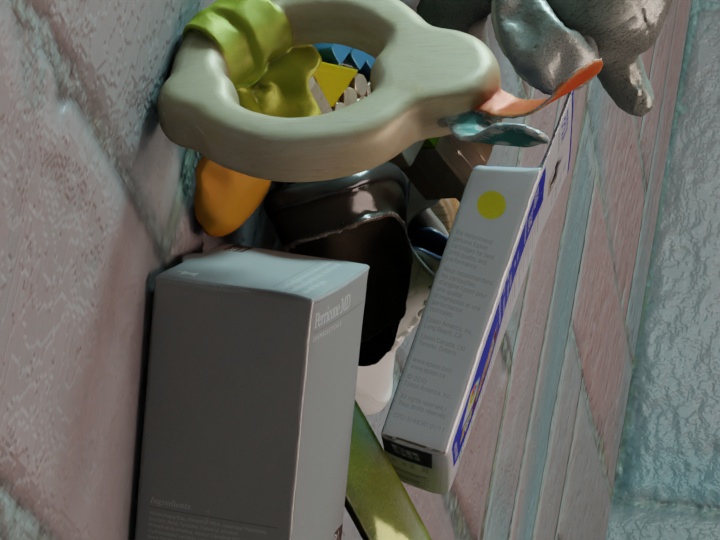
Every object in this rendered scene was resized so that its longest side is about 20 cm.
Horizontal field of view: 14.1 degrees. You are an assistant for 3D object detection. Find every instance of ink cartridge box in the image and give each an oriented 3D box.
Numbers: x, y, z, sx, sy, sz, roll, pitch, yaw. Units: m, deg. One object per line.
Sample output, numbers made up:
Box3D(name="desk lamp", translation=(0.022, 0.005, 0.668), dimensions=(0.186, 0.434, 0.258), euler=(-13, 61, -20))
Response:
Box3D(name="ink cartridge box", translation=(0.062, 0.012, 1.552), dimensions=(0.198, 0.047, 0.200), euler=(75, 33, -79))

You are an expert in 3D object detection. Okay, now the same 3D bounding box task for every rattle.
Box3D(name="rattle", translation=(0.012, -0.050, 1.354), dimensions=(0.130, 0.200, 0.143), euler=(-62, 157, -60))

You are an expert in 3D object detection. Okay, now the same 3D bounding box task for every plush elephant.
Box3D(name="plush elephant", translation=(0.118, -0.153, 1.577), dimensions=(0.155, 0.165, 0.200), euler=(54, -10, 34))

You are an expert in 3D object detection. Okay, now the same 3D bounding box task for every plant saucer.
Box3D(name="plant saucer", translation=(0.004, 0.115, 1.555), dimensions=(0.200, 0.031, 0.200), euler=(61, -3, 5))

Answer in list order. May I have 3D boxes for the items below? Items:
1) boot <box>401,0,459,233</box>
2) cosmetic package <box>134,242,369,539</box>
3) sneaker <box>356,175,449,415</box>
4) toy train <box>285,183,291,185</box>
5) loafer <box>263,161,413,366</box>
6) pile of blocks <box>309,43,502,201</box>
Box3D(name="boot", translation=(0.040, -0.120, 1.764), dimensions=(0.200, 0.072, 0.167), euler=(72, 32, -54))
Box3D(name="cosmetic package", translation=(-0.055, 0.094, 1.411), dimensions=(0.107, 0.090, 0.200), euler=(-36, 136, -71))
Box3D(name="sneaker", translation=(0.010, 0.011, 1.679), dimensions=(0.075, 0.087, 0.200), euler=(-74, 167, -44))
Box3D(name="toy train", translation=(-0.007, -0.114, 1.594), dimensions=(0.042, 0.056, 0.200), euler=(18, 81, -33))
Box3D(name="loafer", translation=(0.000, 0.000, 1.515), dimensions=(0.200, 0.073, 0.071), euler=(63, 11, -72))
Box3D(name="pile of blocks", translation=(-0.006, -0.090, 1.517), dimensions=(0.200, 0.062, 0.082), euler=(17, 74, -53))
